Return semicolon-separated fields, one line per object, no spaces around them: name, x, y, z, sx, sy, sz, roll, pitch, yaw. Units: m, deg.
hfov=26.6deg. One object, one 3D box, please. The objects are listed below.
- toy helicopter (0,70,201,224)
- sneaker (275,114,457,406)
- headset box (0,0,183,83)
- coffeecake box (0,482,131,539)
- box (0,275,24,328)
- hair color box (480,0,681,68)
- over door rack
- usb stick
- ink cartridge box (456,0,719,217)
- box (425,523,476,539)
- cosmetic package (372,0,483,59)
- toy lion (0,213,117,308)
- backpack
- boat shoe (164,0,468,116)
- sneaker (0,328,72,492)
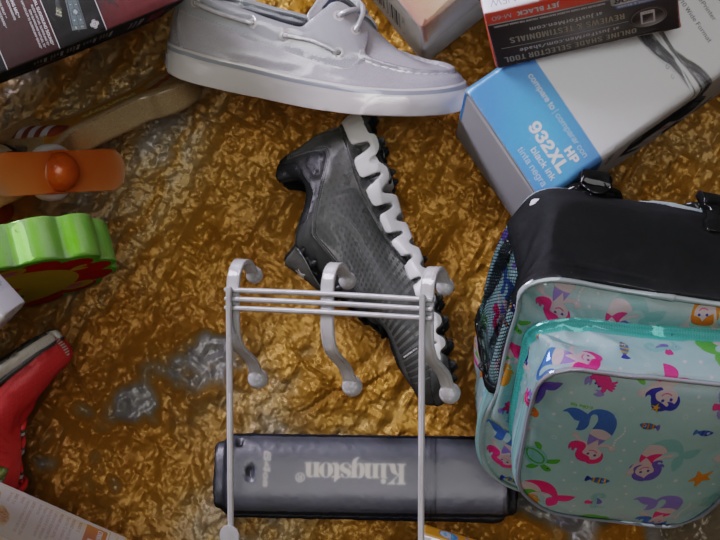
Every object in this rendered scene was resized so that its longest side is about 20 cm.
toy helicopter;-0.189;-0.084;0.979;0.199;0.132;0.080;-28;113;-18
sneaker;0.000;0.000;0.988;0.090;0.066;0.202;-20;80;3
headset box;-0.199;-0.168;0.943;0.198;0.149;0.076;-24;100;-11
coffeecake box;-0.240;0.213;0.930;0.198;0.073;0.155;25;104;-7
box;-0.299;0.033;0.831;0.200;0.036;0.145;-42;93;14
hair color box;0.114;-0.228;0.886;0.110;0.064;0.202;-11;66;9
over door rack;-0.018;0.097;0.934;0.146;0.066;0.203;2;83;24
usb stick;0.004;0.134;0.988;0.197;0.033;0.056;1;85;3
ink cartridge box;0.164;-0.121;0.952;0.199;0.145;0.084;-35;84;-2
box;0.095;0.242;0.965;0.198;0.041;0.120;17;92;6
cosmetic package;0.087;-0.244;0.997;0.200;0.087;0.104;-41;83;-3
toy lion;-0.254;0.007;0.934;0.190;0.200;0.069;-19;81;19
backpack;0.153;0.064;0.901;0.175;0.201;0.152;7;52;-6
boat shoe;-0.026;-0.144;0.974;0.198;0.072;0.069;12;107;9
sneaker;-0.240;0.127;0.984;0.085;0.077;0.201;37;97;-1
